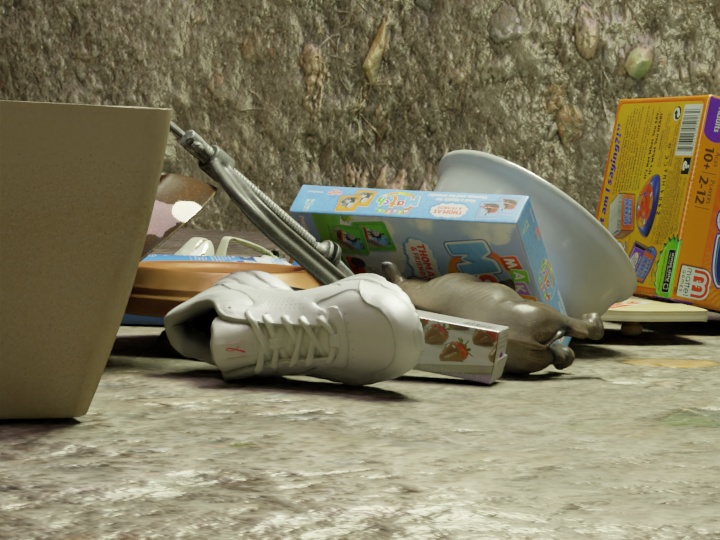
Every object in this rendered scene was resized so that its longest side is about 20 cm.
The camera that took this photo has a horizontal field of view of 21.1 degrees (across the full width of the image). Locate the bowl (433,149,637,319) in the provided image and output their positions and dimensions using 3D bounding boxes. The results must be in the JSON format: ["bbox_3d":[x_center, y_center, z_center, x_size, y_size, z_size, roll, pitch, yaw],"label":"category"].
[{"bbox_3d":[0.125,-0.004,1.629,0.201,0.090,0.201,34,-17,12],"label":"bowl"}]

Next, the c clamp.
[{"bbox_3d":[-0.060,-0.038,1.457,0.200,0.027,0.171,42,3,-28],"label":"c clamp"}]

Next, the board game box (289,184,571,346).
[{"bbox_3d":[0.057,0.001,1.550,0.200,0.151,0.037,3,46,28],"label":"board game box"}]

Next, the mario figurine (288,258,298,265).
[{"bbox_3d":[0.000,0.000,1.778,0.123,0.106,0.200,3,1,-16],"label":"mario figurine"}]

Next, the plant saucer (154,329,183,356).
[{"bbox_3d":[-0.060,0.050,1.510,0.200,0.030,0.200,1,3,0],"label":"plant saucer"}]

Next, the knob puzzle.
[{"bbox_3d":[0.222,0.044,1.788,0.219,0.031,0.220,2,2,0],"label":"knob puzzle"}]

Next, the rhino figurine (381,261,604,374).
[{"bbox_3d":[0.080,0.031,1.466,0.200,0.060,0.087,19,14,41],"label":"rhino figurine"}]

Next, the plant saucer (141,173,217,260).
[{"bbox_3d":[-0.193,-0.012,1.409,0.200,0.035,0.200,-35,9,6],"label":"plant saucer"}]

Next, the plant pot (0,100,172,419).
[{"bbox_3d":[-0.233,-0.010,1.105,0.199,0.178,0.200,1,4,-24],"label":"plant pot"}]

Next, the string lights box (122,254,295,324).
[{"bbox_3d":[-0.162,0.017,1.747,0.199,0.059,0.103,2,4,-7],"label":"string lights box"}]

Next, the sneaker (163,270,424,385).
[{"bbox_3d":[-0.050,0.048,1.296,0.200,0.078,0.099,0,13,40],"label":"sneaker"}]

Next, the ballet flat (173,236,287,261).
[{"bbox_3d":[-0.153,-0.002,2.006,0.200,0.072,0.072,-1,5,-44],"label":"ballet flat"}]

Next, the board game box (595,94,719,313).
[{"bbox_3d":[0.370,-0.057,1.945,0.199,0.200,0.200,11,0,-19],"label":"board game box"}]

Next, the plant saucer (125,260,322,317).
[{"bbox_3d":[-0.111,0.014,1.540,0.200,0.038,0.200,3,3,0],"label":"plant saucer"}]

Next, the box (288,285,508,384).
[{"bbox_3d":[0.005,0.043,1.383,0.200,0.039,0.041,10,5,14],"label":"box"}]
